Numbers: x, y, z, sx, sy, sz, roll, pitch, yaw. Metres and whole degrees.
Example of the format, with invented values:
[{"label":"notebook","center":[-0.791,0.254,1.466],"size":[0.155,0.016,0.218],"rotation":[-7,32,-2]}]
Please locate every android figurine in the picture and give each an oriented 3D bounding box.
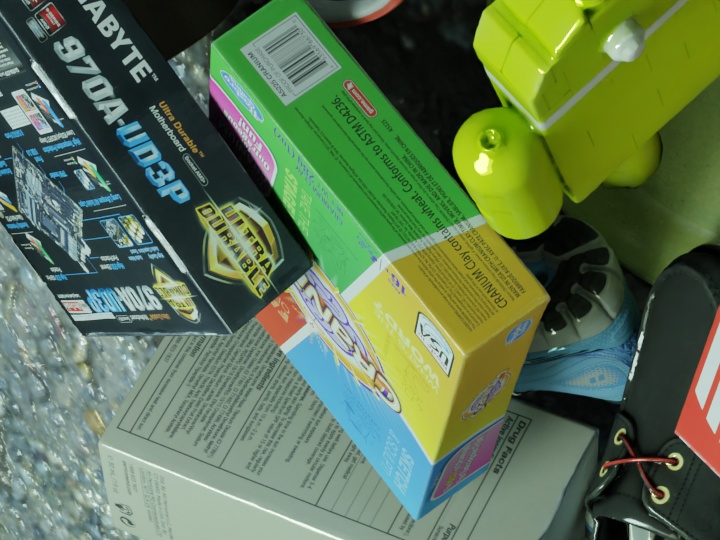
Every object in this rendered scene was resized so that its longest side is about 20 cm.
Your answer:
[{"label":"android figurine","center":[0.102,-0.089,0.975],"size":[0.041,0.182,0.200],"rotation":[47,177,18]}]

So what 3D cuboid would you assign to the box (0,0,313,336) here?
[{"label":"box","center":[-0.113,-0.049,1.143],"size":[0.159,0.046,0.200],"rotation":[55,161,-12]}]

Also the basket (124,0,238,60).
[{"label":"basket","center":[-0.146,-0.182,1.239],"size":[0.180,0.136,0.201],"rotation":[-7,116,45]}]

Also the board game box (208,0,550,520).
[{"label":"board game box","center":[0.000,0.000,1.107],"size":[0.153,0.040,0.200],"rotation":[51,163,15]}]

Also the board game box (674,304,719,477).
[{"label":"board game box","center":[0.196,0.011,0.997],"size":[0.152,0.046,0.201],"rotation":[46,127,50]}]

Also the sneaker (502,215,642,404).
[{"label":"sneaker","center":[0.049,0.022,1.236],"size":[0.199,0.079,0.090],"rotation":[18,155,51]}]

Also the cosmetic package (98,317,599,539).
[{"label":"cosmetic package","center":[-0.004,0.092,1.258],"size":[0.199,0.105,0.071],"rotation":[21,146,18]}]

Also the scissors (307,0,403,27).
[{"label":"scissors","center":[0.024,-0.126,0.984],"size":[0.199,0.014,0.073],"rotation":[-12,128,49]}]

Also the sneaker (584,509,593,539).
[{"label":"sneaker","center":[0.174,0.095,1.190],"size":[0.199,0.072,0.073],"rotation":[-5,87,48]}]

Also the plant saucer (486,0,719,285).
[{"label":"plant saucer","center":[0.138,-0.077,1.120],"size":[0.199,0.031,0.201],"rotation":[24,133,29]}]

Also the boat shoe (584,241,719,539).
[{"label":"boat shoe","center":[0.129,0.090,1.142],"size":[0.073,0.063,0.203],"rotation":[17,108,48]}]
